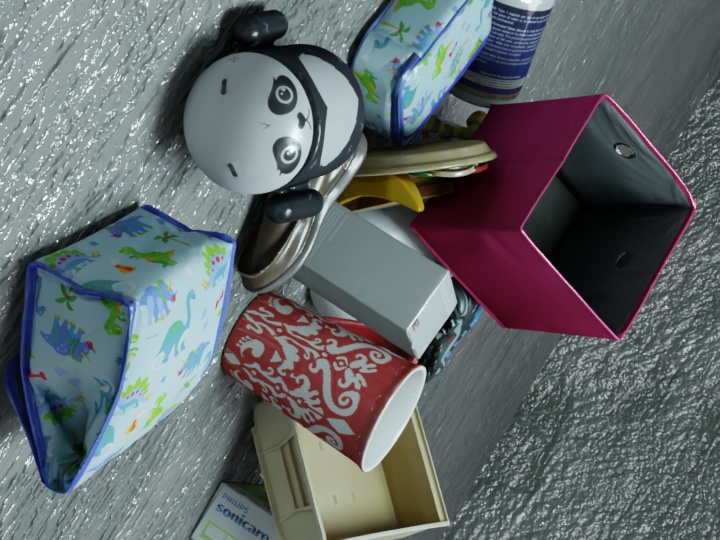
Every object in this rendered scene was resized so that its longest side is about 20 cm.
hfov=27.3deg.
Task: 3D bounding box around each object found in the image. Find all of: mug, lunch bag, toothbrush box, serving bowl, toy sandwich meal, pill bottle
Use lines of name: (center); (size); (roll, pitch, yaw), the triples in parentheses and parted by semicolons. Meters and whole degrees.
mug: (-0.038, 0.117, 1.675); (0.134, 0.199, 0.177); (-64, 164, 9)
lunch bag: (0.071, -0.244, 1.621); (0.200, 0.082, 0.161); (-53, 165, -22)
lunch bag: (-0.200, 0.068, 1.240); (0.170, 0.127, 0.202); (-36, 141, -56)
toothbrush box: (-0.113, 0.350, 1.930); (0.086, 0.145, 0.200); (-59, 164, -3)
serving bowl: (0.039, 0.002, 1.807); (0.199, 0.066, 0.201); (-24, 139, -22)
toy sandwich meal: (0.055, -0.098, 1.629); (0.205, 0.204, 0.071); (-23, 109, -64)
pill bottle: (0.166, -0.303, 1.746); (0.111, 0.111, 0.201); (-36, 151, -54)

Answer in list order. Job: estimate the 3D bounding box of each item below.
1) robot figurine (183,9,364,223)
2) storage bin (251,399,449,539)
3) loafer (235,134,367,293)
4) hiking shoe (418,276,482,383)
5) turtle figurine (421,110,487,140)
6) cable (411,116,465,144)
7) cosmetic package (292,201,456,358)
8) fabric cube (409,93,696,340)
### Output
robot figurine: (-0.070, -0.134, 1.296); (0.125, 0.150, 0.200); (-51, 169, 24)
storage bin: (-0.015, 0.242, 1.834); (0.199, 0.200, 0.094); (-2, 160, -40)
loafer: (-0.075, -0.072, 1.517); (0.071, 0.073, 0.201); (32, 88, -39)
hiking shoe: (0.106, 0.074, 1.850); (0.086, 0.075, 0.200); (-26, 160, -37)
turtle figurine: (0.146, -0.131, 1.805); (0.064, 0.199, 0.162); (-24, -131, 48)
cable: (0.083, -0.101, 1.911); (0.200, 0.069, 0.201); (-46, 157, -44)
cosmetic package: (0.000, 0.000, 1.594); (0.091, 0.199, 0.107); (-56, 164, -12)
fabric cube: (0.219, -0.061, 1.681); (0.196, 0.199, 0.201); (44, 69, -26)
